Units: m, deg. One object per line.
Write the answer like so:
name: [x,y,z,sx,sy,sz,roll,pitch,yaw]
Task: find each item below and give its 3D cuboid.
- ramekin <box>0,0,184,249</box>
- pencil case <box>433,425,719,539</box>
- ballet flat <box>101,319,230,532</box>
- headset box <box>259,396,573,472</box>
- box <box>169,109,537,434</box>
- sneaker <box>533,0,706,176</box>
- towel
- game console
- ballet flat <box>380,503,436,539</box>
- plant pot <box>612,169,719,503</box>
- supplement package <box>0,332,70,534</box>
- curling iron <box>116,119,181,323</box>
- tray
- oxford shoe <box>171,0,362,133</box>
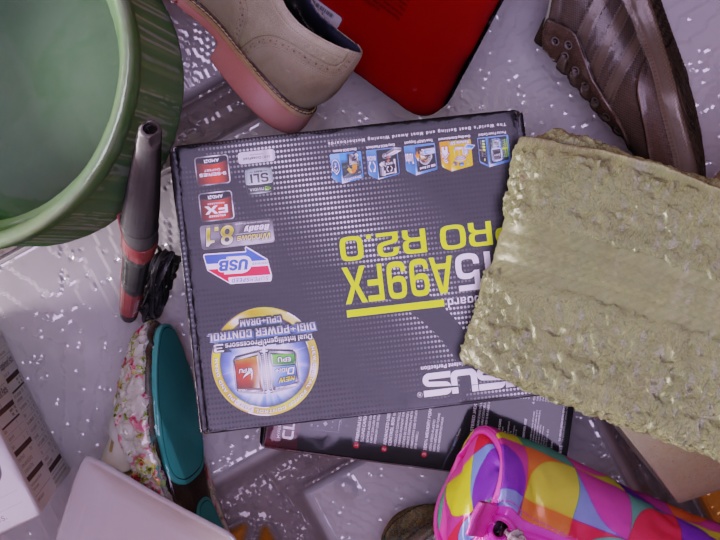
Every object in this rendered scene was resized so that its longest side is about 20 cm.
ramekin: [-0.196,-0.106,1.356,0.199,0.098,0.202,-2,85,21]
pencil case: [0.135,0.157,1.357,0.199,0.088,0.089,21,93,-20]
ballet flat: [-0.118,0.132,1.419,0.064,0.076,0.201,-15,91,18]
headset box: [0.028,0.037,1.412,0.198,0.075,0.150,7,93,-3]
box: [0.000,0.000,1.349,0.198,0.044,0.161,-6,91,-2]
sneaker: [0.145,-0.128,1.420,0.075,0.070,0.201,-18,89,16]
towel: [0.159,0.015,1.289,0.199,0.036,0.149,16,92,20]
game console: [0.022,-0.220,1.401,0.200,0.119,0.173,37,123,13]
ballet flat: [0.110,0.178,1.429,0.198,0.071,0.071,7,94,-3]
plant pot: [0.227,0.033,1.363,0.200,0.187,0.188,-39,94,1]
supplement package: [-0.284,0.120,1.368,0.199,0.156,0.111,-27,94,0]
curling iron: [-0.122,-0.028,1.357,0.025,0.200,0.050,20,63,8]
tray: [-0.138,0.209,1.407,0.107,0.022,0.201,27,116,16]
oxford shoe: [-0.075,-0.176,1.369,0.074,0.071,0.200,-39,91,25]
